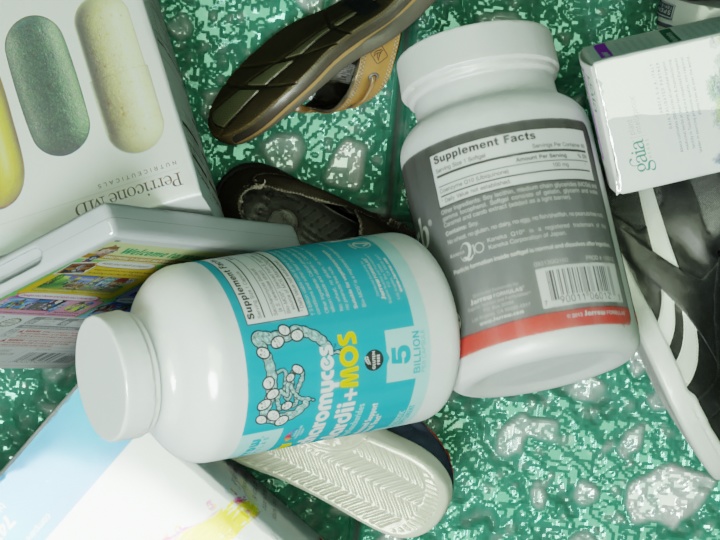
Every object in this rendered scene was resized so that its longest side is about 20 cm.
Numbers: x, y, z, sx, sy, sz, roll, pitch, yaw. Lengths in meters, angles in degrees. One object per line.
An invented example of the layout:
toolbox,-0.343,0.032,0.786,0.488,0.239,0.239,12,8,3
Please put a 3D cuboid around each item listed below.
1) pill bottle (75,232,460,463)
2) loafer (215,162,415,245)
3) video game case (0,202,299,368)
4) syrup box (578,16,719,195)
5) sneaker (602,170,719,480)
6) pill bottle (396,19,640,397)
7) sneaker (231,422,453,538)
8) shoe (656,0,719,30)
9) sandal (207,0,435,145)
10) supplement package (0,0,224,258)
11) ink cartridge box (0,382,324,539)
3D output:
pill bottle,-0.053,0.045,1.384,0.200,0.111,0.111,-9,94,-27
loafer,0.000,0.000,1.499,0.200,0.071,0.073,23,93,-3
video game case,-0.156,0.012,1.408,0.182,0.200,0.022,-26,76,25
syrup box,0.231,-0.108,1.428,0.199,0.081,0.079,-13,101,4
sneaker,0.214,0.017,1.505,0.112,0.073,0.200,-27,92,2
pill bottle,0.087,-0.036,1.448,0.116,0.116,0.201,-11,76,-1
sneaker,-0.031,0.086,1.500,0.200,0.085,0.075,35,109,2
shoe,0.272,-0.113,1.506,0.199,0.071,0.091,5,106,-6
sandal,-0.002,-0.133,1.500,0.200,0.082,0.055,-38,116,-6
supplement package,-0.179,-0.099,1.429,0.151,0.151,0.200,-18,80,0
ink cartridge box,-0.125,0.170,1.469,0.200,0.147,0.146,41,91,-3
